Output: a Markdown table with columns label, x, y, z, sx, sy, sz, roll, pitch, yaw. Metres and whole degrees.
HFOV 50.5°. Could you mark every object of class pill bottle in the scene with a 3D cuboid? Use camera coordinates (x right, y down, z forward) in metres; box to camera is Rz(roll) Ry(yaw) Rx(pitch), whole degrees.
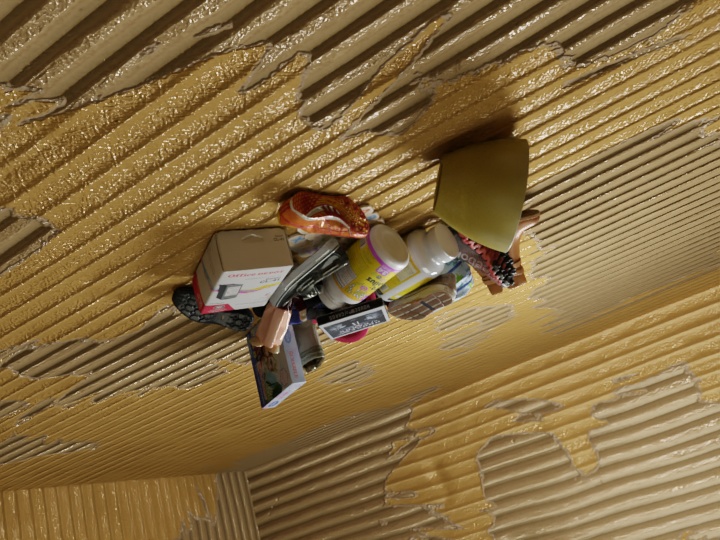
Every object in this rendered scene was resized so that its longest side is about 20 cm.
| label | x | y | z | sx | sy | sz | roll | pitch | yaw |
| --- | --- | --- | --- | --- | --- | --- | --- | --- | --- |
| pill bottle | 0.113 | -0.020 | 1.668 | 0.199 | 0.113 | 0.111 | -30 | 156 | 33 |
| pill bottle | 0.000 | 0.000 | 1.581 | 0.199 | 0.105 | 0.104 | -39 | 152 | 31 |

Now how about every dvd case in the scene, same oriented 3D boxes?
| label | x | y | z | sx | sy | sz | roll | pitch | yaw |
| --- | --- | --- | --- | --- | --- | --- | --- | --- | --- |
| dvd case | -0.013 | 0.109 | 1.698 | 0.148 | 0.025 | 0.200 | -18 | 165 | 2 |

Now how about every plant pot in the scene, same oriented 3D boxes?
| label | x | y | z | sx | sy | sz | roll | pitch | yaw |
| --- | --- | --- | --- | --- | --- | --- | --- | --- | --- |
| plant pot | 0.206 | -0.144 | 1.354 | 0.140 | 0.203 | 0.200 | 10 | 159 | 1 |

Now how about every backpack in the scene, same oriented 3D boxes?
| label | x | y | z | sx | sy | sz | roll | pitch | yaw |
| --- | --- | --- | --- | --- | --- | --- | --- | --- | --- |
| backpack | 0.172 | 0.029 | 1.818 | 0.200 | 0.154 | 0.163 | -50 | 171 | 32 |

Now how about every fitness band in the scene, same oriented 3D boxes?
| label | x | y | z | sx | sy | sz | roll | pitch | yaw |
| --- | --- | --- | --- | --- | --- | --- | --- | --- | --- |
| fitness band | -0.039 | 0.093 | 1.814 | 0.142 | 0.038 | 0.202 | 13 | 131 | -2 |

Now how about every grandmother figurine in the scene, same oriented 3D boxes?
| label | x | y | z | sx | sy | sz | roll | pitch | yaw |
| --- | --- | --- | --- | --- | --- | --- | --- | --- | --- |
| grandmother figurine | -0.169 | 0.076 | 1.639 | 0.120 | 0.202 | 0.061 | 17 | -164 | -8 |

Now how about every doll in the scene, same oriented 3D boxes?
| label | x | y | z | sx | sy | sz | roll | pitch | yaw |
| --- | --- | --- | --- | --- | --- | --- | --- | --- | --- |
| doll | -0.105 | 0.082 | 1.761 | 0.198 | 0.138 | 0.049 | -16 | -159 | 22 |

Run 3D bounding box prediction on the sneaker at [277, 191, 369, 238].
| label | x | y | z | sx | sy | sz | roll | pitch | yaw |
| --- | --- | --- | --- | --- | --- | --- | --- | --- | --- |
| sneaker | -0.066 | -0.099 | 1.399 | 0.198 | 0.074 | 0.077 | 15 | 152 | -39 |

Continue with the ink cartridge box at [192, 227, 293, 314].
| label | x | y | z | sx | sy | sz | roll | pitch | yaw |
| --- | --- | --- | --- | --- | --- | --- | --- | --- | --- |
| ink cartridge box | -0.233 | 0.003 | 1.489 | 0.146 | 0.087 | 0.200 | -6 | 159 | -27 |

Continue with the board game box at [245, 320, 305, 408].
| label | x | y | z | sx | sy | sz | roll | pitch | yaw |
| --- | --- | --- | --- | --- | --- | --- | --- | --- | --- |
| board game box | -0.215 | 0.217 | 1.897 | 0.041 | 0.202 | 0.199 | -3 | 155 | -32 |

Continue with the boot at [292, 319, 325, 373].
| label | x | y | z | sx | sy | sz | roll | pitch | yaw |
| --- | --- | --- | --- | --- | --- | --- | --- | --- | --- |
| boot | -0.161 | 0.189 | 1.930 | 0.071 | 0.157 | 0.200 | -1 | 155 | -36 |

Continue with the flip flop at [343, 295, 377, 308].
| label | x | y | z | sx | sy | sz | roll | pitch | yaw |
| --- | --- | --- | --- | --- | --- | --- | --- | --- | --- |
| flip flop | 0.008 | 0.056 | 1.857 | 0.199 | 0.082 | 0.057 | -35 | 168 | 28 |

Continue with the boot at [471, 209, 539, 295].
| label | x | y | z | sx | sy | sz | roll | pitch | yaw |
| --- | --- | --- | --- | --- | --- | --- | --- | --- | --- |
| boot | 0.340 | -0.039 | 1.721 | 0.198 | 0.157 | 0.077 | -25 | -175 | 26 |

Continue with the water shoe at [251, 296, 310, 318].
| label | x | y | z | sx | sy | sz | roll | pitch | yaw |
| --- | --- | --- | --- | --- | --- | --- | --- | --- | --- |
| water shoe | -0.153 | 0.036 | 1.697 | 0.198 | 0.072 | 0.079 | -25 | -171 | 11 |

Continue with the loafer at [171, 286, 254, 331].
| label | x | y | z | sx | sy | sz | roll | pitch | yaw |
| --- | --- | --- | --- | --- | --- | --- | --- | --- | --- |
| loafer | -0.320 | 0.077 | 1.637 | 0.199 | 0.070 | 0.069 | 23 | 106 | -40 |

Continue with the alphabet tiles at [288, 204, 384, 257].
| label | x | y | z | sx | sy | sz | roll | pitch | yaw |
| --- | --- | --- | --- | --- | --- | --- | --- | --- | --- |
| alphabet tiles | -0.052 | -0.075 | 1.536 | 0.193 | 0.015 | 0.200 | -22 | 159 | 12 |

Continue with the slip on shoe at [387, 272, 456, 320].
| label | x | y | z | sx | sy | sz | roll | pitch | yaw |
| --- | --- | --- | --- | --- | --- | --- | --- | --- | --- |
| slip on shoe | 0.139 | 0.058 | 1.719 | 0.076 | 0.061 | 0.199 | 32 | 145 | -23 |

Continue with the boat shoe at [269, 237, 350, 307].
| label | x | y | z | sx | sy | sz | roll | pitch | yaw |
| --- | --- | --- | --- | --- | --- | --- | --- | --- | --- |
| boat shoe | -0.104 | 0.021 | 1.544 | 0.200 | 0.071 | 0.072 | -41 | -179 | 25 |

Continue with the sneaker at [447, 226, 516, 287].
| label | x | y | z | sx | sy | sz | roll | pitch | yaw |
| --- | --- | --- | --- | --- | --- | --- | --- | --- | --- |
| sneaker | 0.262 | -0.039 | 1.687 | 0.098 | 0.201 | 0.071 | -22 | -155 | 53 |
